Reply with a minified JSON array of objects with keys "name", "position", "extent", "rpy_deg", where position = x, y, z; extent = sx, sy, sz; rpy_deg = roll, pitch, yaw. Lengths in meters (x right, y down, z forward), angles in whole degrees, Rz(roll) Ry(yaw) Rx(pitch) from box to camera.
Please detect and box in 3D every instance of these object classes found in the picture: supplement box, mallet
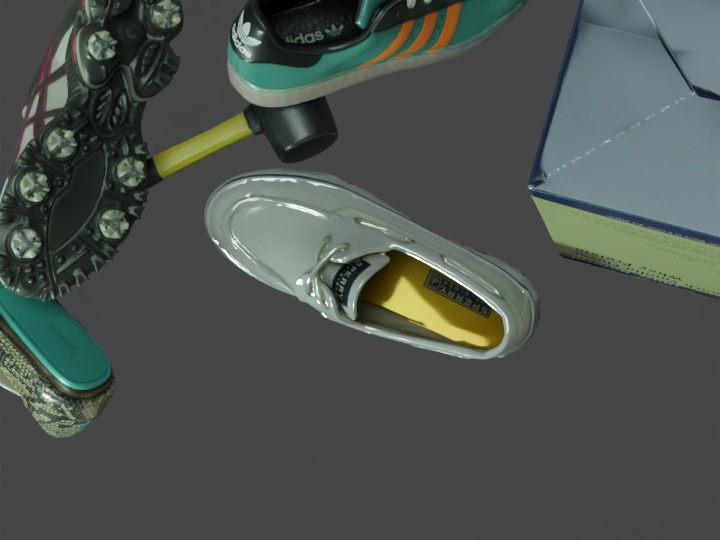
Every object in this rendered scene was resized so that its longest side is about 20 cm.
[{"name":"supplement box","position":[0.206,-0.061,1.209],"extent":[0.200,0.200,0.134],"rpy_deg":[16,83,12]},{"name":"mallet","position":[-0.113,-0.072,1.353],"extent":[0.200,0.041,0.066],"rpy_deg":[-19,77,10]}]

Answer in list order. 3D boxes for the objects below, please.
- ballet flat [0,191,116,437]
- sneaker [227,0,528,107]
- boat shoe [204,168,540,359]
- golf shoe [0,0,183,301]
[{"name":"ballet flat","position":[-0.215,0.013,1.340],"extent":[0.200,0.068,0.075],"rpy_deg":[54,135,14]},{"name":"sneaker","position":[0.020,-0.154,1.301],"extent":[0.200,0.080,0.071],"rpy_deg":[-25,75,-14]},{"name":"boat shoe","position":[0.000,0.000,1.294],"extent":[0.200,0.070,0.071],"rpy_deg":[24,106,11]},{"name":"golf shoe","position":[-0.160,-0.073,1.330],"extent":[0.077,0.088,0.200],"rpy_deg":[27,73,-24]}]
